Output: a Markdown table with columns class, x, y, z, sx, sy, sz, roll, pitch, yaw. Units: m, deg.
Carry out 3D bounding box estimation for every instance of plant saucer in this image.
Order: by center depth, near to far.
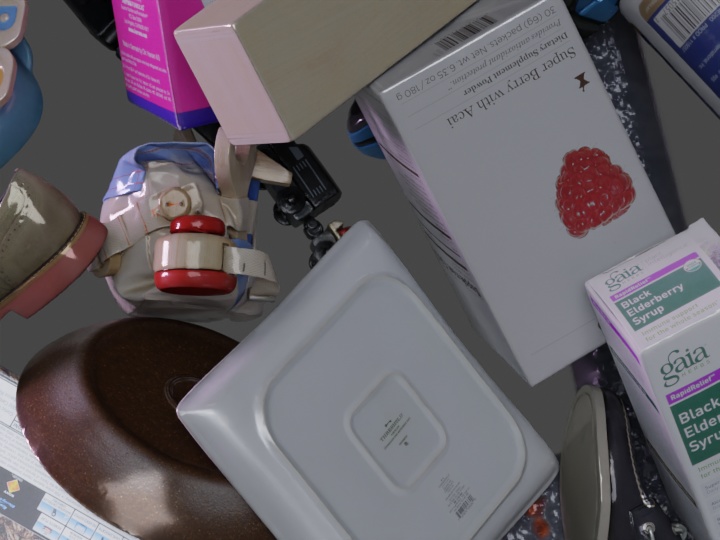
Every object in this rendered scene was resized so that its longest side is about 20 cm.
| class | x | y | z | sx | sy | sz | roll | pitch | yaw |
| --- | --- | --- | --- | --- | --- | --- | --- | --- | --- |
| plant saucer | -0.099 | 0.086 | 1.497 | 0.200 | 0.200 | 0.037 | 28 | 120 | 5 |

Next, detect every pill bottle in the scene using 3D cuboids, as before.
| class | x | y | z | sx | sy | sz | roll | pitch | yaw |
| --- | --- | --- | --- | --- | --- | --- | --- | --- | --- |
| pill bottle | 0.260 | -0.126 | 1.559 | 0.111 | 0.111 | 0.200 | -41 | 82 | -6 |

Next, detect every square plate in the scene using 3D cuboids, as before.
| class | x | y | z | sx | sy | sz | roll | pitch | yaw |
| --- | --- | --- | --- | --- | --- | --- | --- | --- | --- |
| square plate | 0.015 | 0.095 | 1.493 | 0.198 | 0.028 | 0.200 | 51 | 50 | -8 |

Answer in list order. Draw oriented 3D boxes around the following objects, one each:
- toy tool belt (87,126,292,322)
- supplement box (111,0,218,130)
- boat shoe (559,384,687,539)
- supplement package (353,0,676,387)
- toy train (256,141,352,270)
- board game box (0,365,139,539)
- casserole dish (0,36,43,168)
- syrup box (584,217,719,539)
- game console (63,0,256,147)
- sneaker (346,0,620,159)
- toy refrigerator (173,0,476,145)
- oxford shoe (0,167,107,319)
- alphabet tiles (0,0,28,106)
| class | x | y | z | sx | sy | sz | roll | pitch | yaw |
| --- | --- | --- | --- | --- | --- | --- | --- | --- | --- |
| toy tool belt | -0.102 | -0.039 | 1.509 | 0.124 | 0.200 | 0.124 | 2 | 83 | -7 |
| supplement box | -0.091 | -0.196 | 1.511 | 0.101 | 0.103 | 0.201 | -13 | 108 | -20 |
| boat shoe | 0.161 | 0.167 | 1.540 | 0.062 | 0.073 | 0.201 | -3 | 84 | -15 |
| supplement package | 0.091 | -0.058 | 1.508 | 0.121 | 0.120 | 0.201 | -30 | 109 | -5 |
| toy train | 0.000 | 0.000 | 1.584 | 0.046 | 0.034 | 0.200 | -33 | 81 | -15 |
| board game box | -0.204 | 0.176 | 1.524 | 0.159 | 0.097 | 0.201 | 29 | 82 | 6 |
| casserole dish | -0.290 | -0.087 | 1.600 | 0.200 | 0.039 | 0.121 | -42 | 82 | -5 |
| syrup box | 0.203 | 0.077 | 1.484 | 0.078 | 0.200 | 0.082 | -28 | 39 | -4 |
| game console | -0.078 | -0.206 | 1.580 | 0.200 | 0.176 | 0.116 | -47 | 54 | -7 |
| sneaker | 0.069 | -0.145 | 1.598 | 0.200 | 0.073 | 0.082 | -36 | 57 | -4 |
| toy refrigerator | -0.005 | -0.156 | 1.467 | 0.200 | 0.070 | 0.076 | -40 | 113 | -29 |
| oxford shoe | -0.238 | 0.009 | 1.485 | 0.200 | 0.071 | 0.075 | -36 | 111 | 21 |
| alphabet tiles | -0.297 | -0.153 | 1.587 | 0.194 | 0.015 | 0.201 | 1 | 66 | 15 |
